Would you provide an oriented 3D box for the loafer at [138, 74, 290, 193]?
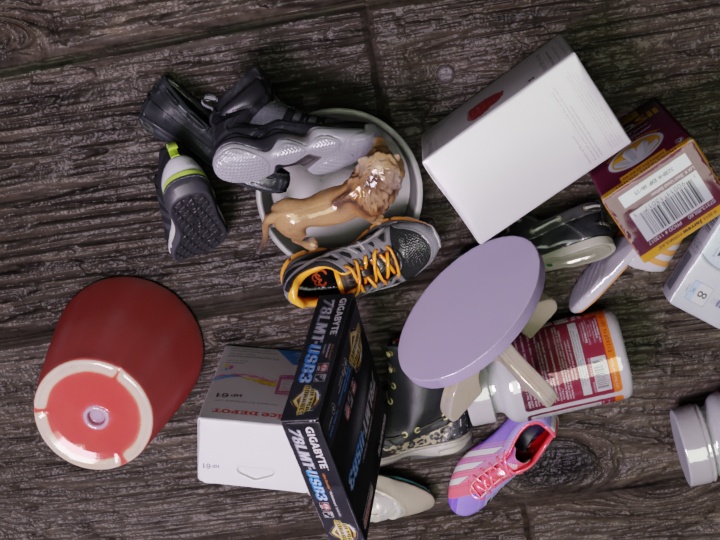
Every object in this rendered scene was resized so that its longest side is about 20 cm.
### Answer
[{"bbox_3d":[-0.162,-0.153,1.253,0.199,0.068,0.071,31,103,11],"label":"loafer"}]

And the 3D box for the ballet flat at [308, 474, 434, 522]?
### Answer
[{"bbox_3d":[-0.001,0.292,1.432,0.197,0.070,0.070,20,111,-1],"label":"ballet flat"}]

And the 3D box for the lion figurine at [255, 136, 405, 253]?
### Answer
[{"bbox_3d":[-0.038,-0.071,1.218,0.198,0.122,0.073,-27,80,3],"label":"lion figurine"}]

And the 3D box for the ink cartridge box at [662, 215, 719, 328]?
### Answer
[{"bbox_3d":[0.486,0.007,1.309,0.198,0.047,0.162,26,110,-5],"label":"ink cartridge box"}]

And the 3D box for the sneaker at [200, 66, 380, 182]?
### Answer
[{"bbox_3d":[-0.078,-0.168,1.213,0.197,0.076,0.115,-11,70,-23],"label":"sneaker"}]

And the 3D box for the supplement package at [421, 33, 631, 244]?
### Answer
[{"bbox_3d":[0.178,-0.148,1.226,0.199,0.122,0.120,-35,106,14],"label":"supplement package"}]

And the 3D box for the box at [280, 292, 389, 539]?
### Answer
[{"bbox_3d":[-0.021,0.165,1.223,0.049,0.201,0.201,-6,127,17],"label":"box"}]

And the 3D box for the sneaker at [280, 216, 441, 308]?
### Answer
[{"bbox_3d":[0.000,0.000,1.277,0.197,0.077,0.079,-20,108,9],"label":"sneaker"}]

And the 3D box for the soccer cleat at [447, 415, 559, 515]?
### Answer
[{"bbox_3d":[0.179,0.245,1.402,0.066,0.077,0.201,36,108,-11],"label":"soccer cleat"}]

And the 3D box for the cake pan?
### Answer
[{"bbox_3d":[-0.024,-0.096,1.302,0.196,0.037,0.204,1,111,3],"label":"cake pan"}]

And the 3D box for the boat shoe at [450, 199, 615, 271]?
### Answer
[{"bbox_3d":[0.200,-0.031,1.311,0.197,0.072,0.069,-15,72,16],"label":"boat shoe"}]

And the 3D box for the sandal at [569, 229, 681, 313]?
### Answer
[{"bbox_3d":[0.329,-0.019,1.297,0.059,0.080,0.207,33,118,-11],"label":"sandal"}]

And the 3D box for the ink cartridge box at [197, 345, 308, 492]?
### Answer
[{"bbox_3d":[-0.110,0.173,1.322,0.142,0.201,0.086,4,112,1],"label":"ink cartridge box"}]

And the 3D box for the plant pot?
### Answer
[{"bbox_3d":[-0.299,0.133,1.330,0.196,0.178,0.204,1,112,2],"label":"plant pot"}]

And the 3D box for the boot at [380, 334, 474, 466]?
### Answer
[{"bbox_3d":[0.035,0.161,1.384,0.200,0.074,0.156,-8,106,6],"label":"boot"}]

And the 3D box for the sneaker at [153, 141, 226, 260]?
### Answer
[{"bbox_3d":[-0.199,-0.084,1.272,0.071,0.201,0.084,-18,69,-15],"label":"sneaker"}]

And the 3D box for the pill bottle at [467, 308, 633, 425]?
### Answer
[{"bbox_3d":[0.222,0.121,1.334,0.197,0.110,0.111,-14,110,8],"label":"pill bottle"}]

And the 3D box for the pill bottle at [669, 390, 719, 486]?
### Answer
[{"bbox_3d":[0.489,0.196,1.346,0.197,0.114,0.116,-14,110,8],"label":"pill bottle"}]

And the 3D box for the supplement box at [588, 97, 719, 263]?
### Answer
[{"bbox_3d":[0.314,-0.103,1.194,0.110,0.200,0.086,-34,105,15],"label":"supplement box"}]

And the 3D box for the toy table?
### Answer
[{"bbox_3d":[0.144,0.072,1.249,0.199,0.184,0.117,-38,135,2],"label":"toy table"}]
